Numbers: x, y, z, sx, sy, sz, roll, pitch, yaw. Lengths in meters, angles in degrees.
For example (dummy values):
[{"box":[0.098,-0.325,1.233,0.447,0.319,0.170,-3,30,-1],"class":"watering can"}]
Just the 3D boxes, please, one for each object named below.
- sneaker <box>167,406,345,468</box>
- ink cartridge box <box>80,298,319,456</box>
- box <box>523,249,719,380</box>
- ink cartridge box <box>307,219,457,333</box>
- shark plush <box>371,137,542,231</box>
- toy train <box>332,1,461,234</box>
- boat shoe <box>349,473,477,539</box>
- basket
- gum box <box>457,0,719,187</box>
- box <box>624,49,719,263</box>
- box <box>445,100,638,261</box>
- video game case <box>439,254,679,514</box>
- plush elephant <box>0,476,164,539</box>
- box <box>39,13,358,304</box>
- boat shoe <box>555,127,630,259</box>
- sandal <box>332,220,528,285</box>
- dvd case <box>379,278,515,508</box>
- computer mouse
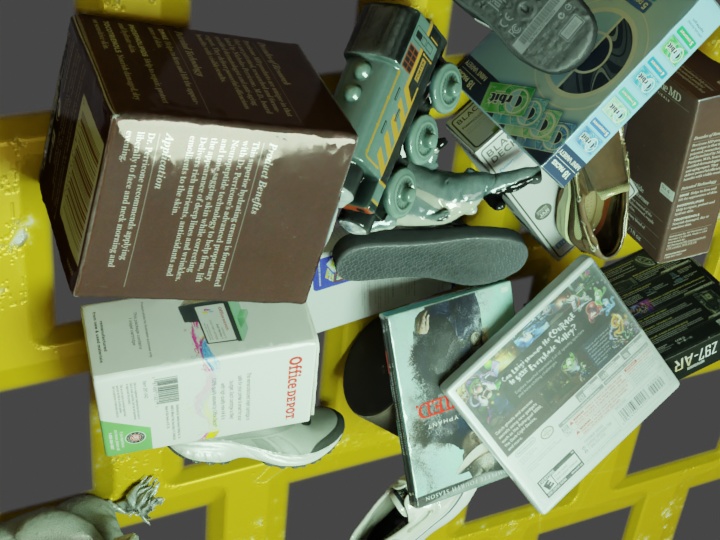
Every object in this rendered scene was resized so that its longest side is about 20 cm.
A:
[{"box":[-0.100,0.152,1.335,0.199,0.074,0.080,5,116,-33],"class":"sneaker"},{"box":[-0.145,0.087,1.201,0.199,0.084,0.145,-9,146,-12],"class":"ink cartridge box"},{"box":[0.304,0.058,1.437,0.199,0.160,0.044,-24,132,-14],"class":"box"},{"box":[0.000,0.000,1.298,0.199,0.039,0.100,-16,131,-18],"class":"ink cartridge box"},{"box":[0.065,-0.083,1.206,0.199,0.091,0.084,1,104,13],"class":"shark plush"},{"box":[0.016,-0.134,1.134,0.114,0.085,0.201,40,69,-53],"class":"toy train"},{"box":[0.061,0.268,1.525,0.200,0.072,0.066,-45,139,20],"class":"boat shoe"},{"box":[0.091,0.129,1.389,0.200,0.136,0.180,23,136,-35],"class":"basket"},{"box":[0.196,-0.198,1.166,0.200,0.170,0.045,-47,134,10],"class":"gum box"},{"box":[0.328,-0.118,1.356,0.075,0.100,0.201,-11,129,-23],"class":"box"},{"box":[0.183,-0.111,1.303,0.117,0.060,0.200,-40,134,2],"class":"box"},{"box":[0.203,0.115,1.314,0.200,0.023,0.182,-42,111,-8],"class":"video game case"},{"box":[-0.265,0.311,1.300,0.200,0.155,0.165,-28,134,-8],"class":"plush elephant"},{"box":[-0.136,-0.086,1.050,0.199,0.164,0.166,3,124,-27],"class":"box"},{"box":[0.231,-0.098,1.248,0.074,0.075,0.203,-23,132,-14],"class":"boat shoe"},{"box":[0.071,-0.025,1.258,0.199,0.043,0.076,2,142,-20],"class":"sandal"},{"box":[0.099,0.121,1.302,0.146,0.022,0.201,-14,105,-25],"class":"dvd case"},{"box":[0.132,-0.270,1.117,0.200,0.046,0.141,32,109,-5],"class":"computer mouse"}]
